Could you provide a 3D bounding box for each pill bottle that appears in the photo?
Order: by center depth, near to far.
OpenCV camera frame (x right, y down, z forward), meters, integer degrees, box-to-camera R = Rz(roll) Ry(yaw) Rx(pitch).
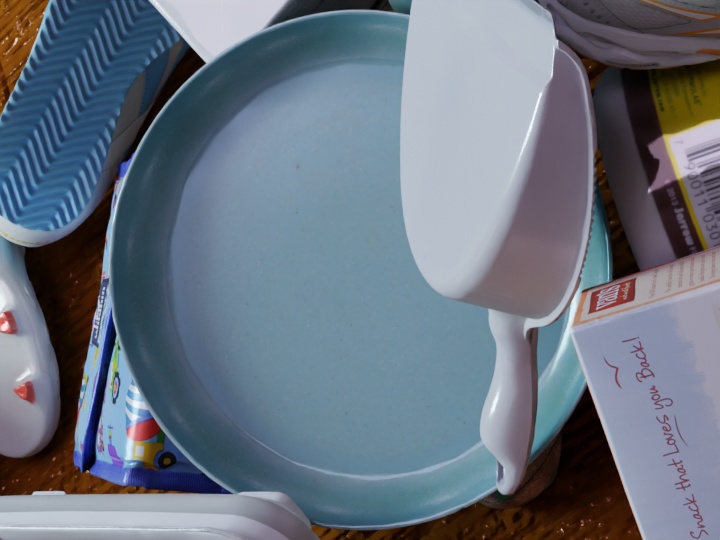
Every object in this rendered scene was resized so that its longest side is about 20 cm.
[{"bbox_3d":[0.190,-0.053,0.720,0.200,0.109,0.109,-19,61,15],"label":"pill bottle"}]

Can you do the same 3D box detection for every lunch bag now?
[{"bbox_3d":[-0.082,0.021,0.941,0.200,0.094,0.151,176,101,-67],"label":"lunch bag"}]

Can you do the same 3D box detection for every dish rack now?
[{"bbox_3d":[-0.063,0.143,0.850,0.200,0.172,0.044,-5,44,39],"label":"dish rack"}]

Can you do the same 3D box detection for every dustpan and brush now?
[{"bbox_3d":[0.050,-0.010,0.734,0.140,0.057,0.200,-126,42,-61],"label":"dustpan and brush"}]

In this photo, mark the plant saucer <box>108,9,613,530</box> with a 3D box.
[{"bbox_3d":[0.000,0.000,0.805,0.200,0.027,0.201,0,91,13],"label":"plant saucer"}]

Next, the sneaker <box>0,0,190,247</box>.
[{"bbox_3d":[-0.134,-0.104,1.046,0.200,0.076,0.081,-60,7,-16],"label":"sneaker"}]

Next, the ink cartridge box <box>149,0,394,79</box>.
[{"bbox_3d":[-0.002,-0.143,0.899,0.067,0.200,0.116,46,109,14],"label":"ink cartridge box"}]

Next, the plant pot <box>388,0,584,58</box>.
[{"bbox_3d":[0.118,-0.171,0.793,0.161,0.201,0.201,14,82,28],"label":"plant pot"}]

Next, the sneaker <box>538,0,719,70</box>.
[{"bbox_3d":[0.141,-0.101,0.642,0.200,0.092,0.076,2,71,21],"label":"sneaker"}]

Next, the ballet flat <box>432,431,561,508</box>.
[{"bbox_3d":[0.035,0.004,0.872,0.068,0.067,0.200,-35,54,25],"label":"ballet flat"}]

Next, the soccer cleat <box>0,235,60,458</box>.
[{"bbox_3d":[-0.197,0.003,1.072,0.069,0.078,0.200,-33,75,22],"label":"soccer cleat"}]

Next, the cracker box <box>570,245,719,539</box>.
[{"bbox_3d":[0.182,0.044,0.660,0.200,0.058,0.134,-18,100,13],"label":"cracker box"}]
